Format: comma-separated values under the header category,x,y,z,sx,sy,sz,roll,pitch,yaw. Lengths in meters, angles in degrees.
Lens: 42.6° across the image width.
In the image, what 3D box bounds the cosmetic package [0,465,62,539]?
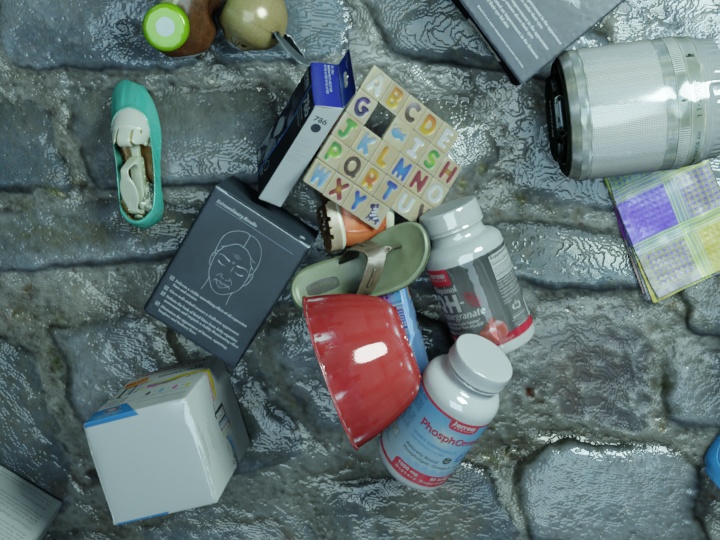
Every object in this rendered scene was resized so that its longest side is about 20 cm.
category,x,y,z,sx,sy,sz,roll,pitch,yaw
cosmetic package,-0.564,0.397,1.315,0.166,0.200,0.167,32,103,-3

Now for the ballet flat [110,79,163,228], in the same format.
category,x,y,z,sx,sy,sz,roll,pitch,yaw
ballet flat,-0.302,-0.154,1.241,0.066,0.070,0.203,-4,102,5

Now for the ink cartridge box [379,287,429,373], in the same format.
category,x,y,z,sx,sy,sz,roll,pitch,yaw
ink cartridge box,0.022,0.113,1.278,0.135,0.076,0.203,-14,103,7

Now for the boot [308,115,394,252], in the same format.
category,x,y,z,sx,sy,sz,roll,pitch,yaw
boot,-0.012,-0.134,1.235,0.106,0.075,0.203,-11,96,-14

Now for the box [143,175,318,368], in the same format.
category,x,y,z,sx,sy,sz,roll,pitch,yaw
box,-0.172,0.000,1.248,0.147,0.107,0.201,33,103,-3

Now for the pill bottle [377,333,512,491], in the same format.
category,x,y,z,sx,sy,sz,roll,pitch,yaw
pill bottle,0.110,0.182,1.192,0.108,0.109,0.201,29,121,-3

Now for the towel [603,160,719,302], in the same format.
category,x,y,z,sx,sy,sz,roll,pitch,yaw
towel,0.419,-0.071,1.236,0.142,0.023,0.202,-21,100,9

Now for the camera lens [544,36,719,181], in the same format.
category,x,y,z,sx,sy,sz,roll,pitch,yaw
camera lens,0.334,-0.200,1.143,0.197,0.160,0.162,-7,102,5

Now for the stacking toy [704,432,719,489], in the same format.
category,x,y,z,sx,sy,sz,roll,pitch,yaw
stacking toy,0.587,0.287,1.276,0.198,0.116,0.111,28,104,-17

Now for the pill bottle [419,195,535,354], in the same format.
category,x,y,z,sx,sy,sz,roll,pitch,yaw
pill bottle,0.150,0.009,1.227,0.109,0.111,0.202,-21,100,8

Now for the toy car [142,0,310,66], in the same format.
category,x,y,z,sx,sy,sz,roll,pitch,yaw
toy car,-0.154,-0.308,1.160,0.198,0.165,0.159,29,103,-14

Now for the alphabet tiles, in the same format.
category,x,y,z,sx,sy,sz,roll,pitch,yaw
alphabet tiles,0.041,-0.139,1.195,0.199,0.008,0.168,31,92,-34

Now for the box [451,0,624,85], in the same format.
category,x,y,z,sx,sy,sz,roll,pitch,yaw
box,0.229,-0.351,1.144,0.199,0.104,0.149,-37,98,10

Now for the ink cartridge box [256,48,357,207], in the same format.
category,x,y,z,sx,sy,sz,roll,pitch,yaw
ink cartridge box,-0.073,-0.185,1.170,0.039,0.100,0.201,20,127,-25

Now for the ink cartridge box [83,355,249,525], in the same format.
category,x,y,z,sx,sy,sz,roll,pitch,yaw
ink cartridge box,-0.256,0.223,1.256,0.145,0.200,0.147,-15,99,7

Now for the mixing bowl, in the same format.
category,x,y,z,sx,sy,sz,roll,pitch,yaw
mixing bowl,0.010,0.107,1.143,0.107,0.200,0.202,-21,101,2

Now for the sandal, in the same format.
category,x,y,z,sx,sy,sz,roll,pitch,yaw
sandal,0.000,0.001,1.194,0.199,0.057,0.081,-25,78,7
